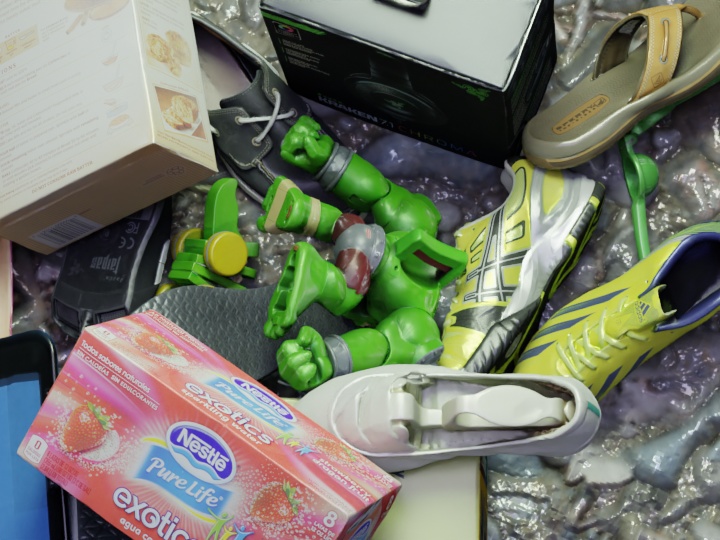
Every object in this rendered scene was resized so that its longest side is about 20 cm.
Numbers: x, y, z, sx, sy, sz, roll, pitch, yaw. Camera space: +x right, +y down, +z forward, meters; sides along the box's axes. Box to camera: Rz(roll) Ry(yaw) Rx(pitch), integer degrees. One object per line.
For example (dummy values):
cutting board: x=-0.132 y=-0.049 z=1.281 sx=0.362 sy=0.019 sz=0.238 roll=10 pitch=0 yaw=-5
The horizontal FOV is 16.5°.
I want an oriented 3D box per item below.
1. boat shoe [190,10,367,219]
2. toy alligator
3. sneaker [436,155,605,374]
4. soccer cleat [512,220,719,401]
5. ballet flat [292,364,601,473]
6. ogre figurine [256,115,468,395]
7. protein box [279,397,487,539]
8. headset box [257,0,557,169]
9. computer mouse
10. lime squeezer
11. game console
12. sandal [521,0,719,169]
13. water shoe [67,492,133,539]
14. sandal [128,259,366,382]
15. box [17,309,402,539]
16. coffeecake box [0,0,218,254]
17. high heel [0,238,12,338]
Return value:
boat shoe: x=-0.073 y=-0.103 z=1.712 sx=0.072 sy=0.068 sz=0.200 roll=-42 pitch=79 yaw=-7
toy alligator: x=-0.112 y=0.036 z=1.692 sx=0.054 sy=0.059 sz=0.201 roll=27 pitch=78 yaw=-31
sneaker: x=0.088 y=0.013 z=1.671 sx=0.076 sy=0.075 sz=0.200 roll=29 pitch=70 yaw=12
soccer cleat: x=0.176 y=0.035 z=1.640 sx=0.200 sy=0.084 sz=0.065 roll=-38 pitch=90 yaw=4
ballet flat: x=0.048 y=0.086 z=1.519 sx=0.199 sy=0.069 sz=0.070 roll=-3 pitch=77 yaw=5
ogre figurine: x=0.000 y=0.000 z=1.628 sx=0.119 sy=0.200 sz=0.098 roll=18 pitch=121 yaw=-22
protein box: x=-0.019 y=0.191 z=1.602 sx=0.199 sy=0.135 sz=0.200 roll=0 pitch=76 yaw=6
headset box: x=0.036 y=-0.161 z=1.647 sx=0.173 sy=0.200 sz=0.093 roll=20 pitch=79 yaw=9
computer mouse: x=-0.197 y=0.010 z=1.712 sx=0.140 sy=0.046 sz=0.201 roll=0 pitch=71 yaw=26
lime squeezer: x=0.207 y=-0.075 z=1.703 sx=0.070 sy=0.038 sz=0.201 roll=26 pitch=78 yaw=-22
game console: x=-0.282 y=0.144 z=1.548 sx=0.170 sy=0.118 sz=0.201 roll=1 pitch=75 yaw=-27
sandal: x=0.187 y=-0.143 z=1.679 sx=0.200 sy=0.080 sz=0.054 roll=-35 pitch=121 yaw=-11
water shoe: x=-0.166 y=0.143 z=1.594 sx=0.071 sy=0.079 sz=0.201 roll=3 pitch=53 yaw=-10
sandal: x=-0.077 y=0.045 z=1.647 sx=0.199 sy=0.043 sz=0.076 roll=-11 pitch=73 yaw=-39
box: x=-0.090 y=0.120 z=1.493 sx=0.200 sy=0.103 sz=0.095 roll=34 pitch=106 yaw=14
coffeecake box: x=-0.191 y=-0.136 z=1.680 sx=0.153 sy=0.073 sz=0.201 roll=-24 pitch=63 yaw=27
high heel: x=-0.247 y=0.025 z=1.665 sx=0.096 sy=0.067 sz=0.200 roll=-45 pitch=44 yaw=16
